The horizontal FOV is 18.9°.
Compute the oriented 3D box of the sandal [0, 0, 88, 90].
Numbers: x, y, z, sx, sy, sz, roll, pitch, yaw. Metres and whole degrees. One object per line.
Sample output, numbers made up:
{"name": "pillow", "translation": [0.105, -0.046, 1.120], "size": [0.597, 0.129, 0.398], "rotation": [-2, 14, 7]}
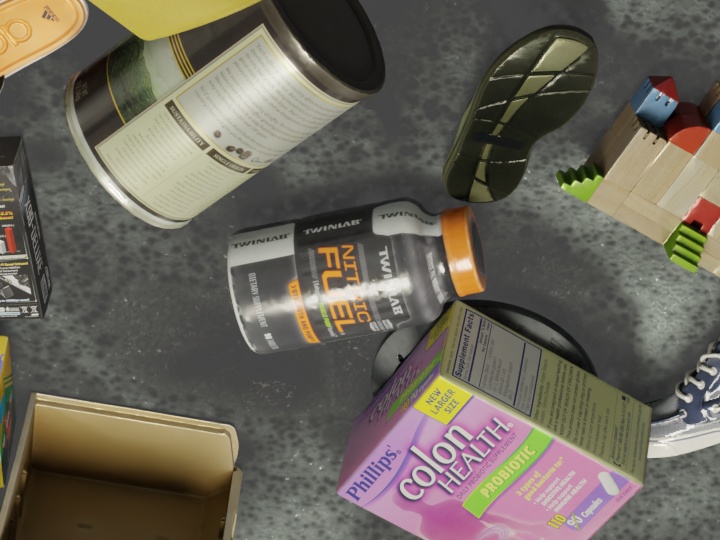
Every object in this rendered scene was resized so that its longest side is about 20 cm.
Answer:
{"name": "sandal", "translation": [-0.306, -0.162, 1.690], "size": [0.207, 0.059, 0.079], "rotation": [-28, 120, 22]}

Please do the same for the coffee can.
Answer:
{"name": "coffee can", "translation": [-0.103, -0.143, 1.639], "size": [0.200, 0.146, 0.146], "rotation": [-33, 118, 25]}

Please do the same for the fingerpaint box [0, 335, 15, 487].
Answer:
{"name": "fingerpaint box", "translation": [-0.401, 0.109, 1.857], "size": [0.200, 0.073, 0.167], "rotation": [7, 150, -2]}

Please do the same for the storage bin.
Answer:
{"name": "storage bin", "translation": [-0.208, 0.220, 1.881], "size": [0.198, 0.200, 0.094], "rotation": [9, 128, -3]}

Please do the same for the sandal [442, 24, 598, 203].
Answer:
{"name": "sandal", "translation": [0.116, -0.129, 1.698], "size": [0.080, 0.057, 0.201], "rotation": [17, 141, -16]}

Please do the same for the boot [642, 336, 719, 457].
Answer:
{"name": "boot", "translation": [0.300, 0.098, 1.853], "size": [0.200, 0.073, 0.090], "rotation": [-12, 110, 10]}

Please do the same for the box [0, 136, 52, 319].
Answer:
{"name": "box", "translation": [-0.368, -0.031, 1.797], "size": [0.200, 0.050, 0.158], "rotation": [-2, 126, 5]}

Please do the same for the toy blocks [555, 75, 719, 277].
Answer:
{"name": "toy blocks", "translation": [0.272, -0.083, 1.707], "size": [0.200, 0.100, 0.137], "rotation": [28, 112, -17]}

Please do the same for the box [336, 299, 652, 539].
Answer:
{"name": "box", "translation": [0.113, 0.152, 1.822], "size": [0.200, 0.097, 0.176], "rotation": [30, 130, -11]}

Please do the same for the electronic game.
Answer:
{"name": "electronic game", "translation": [0.108, 0.104, 1.875], "size": [0.200, 0.042, 0.200], "rotation": [7, 130, 8]}

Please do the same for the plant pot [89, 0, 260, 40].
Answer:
{"name": "plant pot", "translation": [-0.136, -0.282, 1.519], "size": [0.200, 0.200, 0.176], "rotation": [35, 132, -21]}

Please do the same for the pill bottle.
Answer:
{"name": "pill bottle", "translation": [0.000, 0.000, 1.765], "size": [0.200, 0.106, 0.106], "rotation": [-11, 125, 11]}
